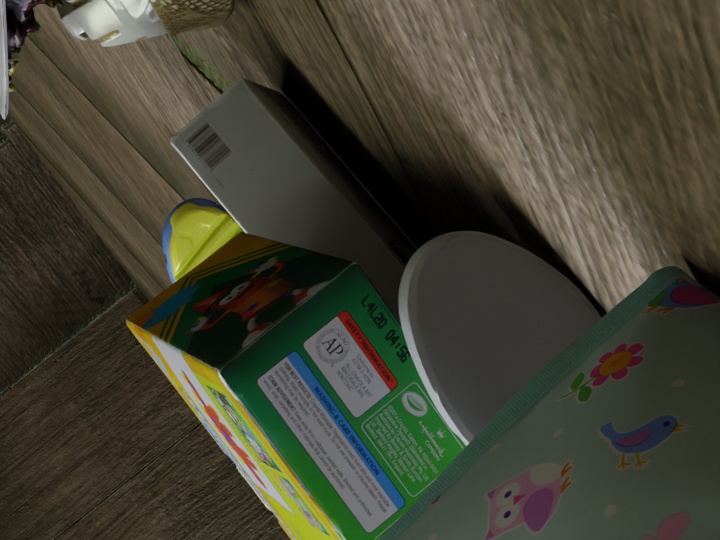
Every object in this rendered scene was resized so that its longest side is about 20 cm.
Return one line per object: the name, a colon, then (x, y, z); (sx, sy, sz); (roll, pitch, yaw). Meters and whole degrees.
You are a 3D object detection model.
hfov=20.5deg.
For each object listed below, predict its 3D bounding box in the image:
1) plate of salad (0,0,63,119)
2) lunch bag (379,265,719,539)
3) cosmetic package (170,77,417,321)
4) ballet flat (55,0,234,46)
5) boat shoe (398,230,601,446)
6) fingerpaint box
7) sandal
plate of salad: (-0.165, -0.171, 0.934); (0.200, 0.048, 0.200); (176, 90, -78)
lunch bag: (0.078, 0.120, 0.550); (0.122, 0.200, 0.170); (56, 170, -33)
cosmetic package: (0.000, 0.000, 0.939); (0.200, 0.051, 0.083); (50, -174, 6)
ballet flat: (-0.107, -0.130, 0.925); (0.071, 0.065, 0.200); (52, 172, -12)
boat shoe: (0.085, 0.067, 0.766); (0.200, 0.071, 0.070); (45, 170, -6)
fingerpaint box: (0.002, 0.086, 0.836); (0.200, 0.073, 0.167); (55, 168, -15)
sandal: (-0.096, 0.018, 1.541); (0.087, 0.079, 0.200); (46, 170, 52)
